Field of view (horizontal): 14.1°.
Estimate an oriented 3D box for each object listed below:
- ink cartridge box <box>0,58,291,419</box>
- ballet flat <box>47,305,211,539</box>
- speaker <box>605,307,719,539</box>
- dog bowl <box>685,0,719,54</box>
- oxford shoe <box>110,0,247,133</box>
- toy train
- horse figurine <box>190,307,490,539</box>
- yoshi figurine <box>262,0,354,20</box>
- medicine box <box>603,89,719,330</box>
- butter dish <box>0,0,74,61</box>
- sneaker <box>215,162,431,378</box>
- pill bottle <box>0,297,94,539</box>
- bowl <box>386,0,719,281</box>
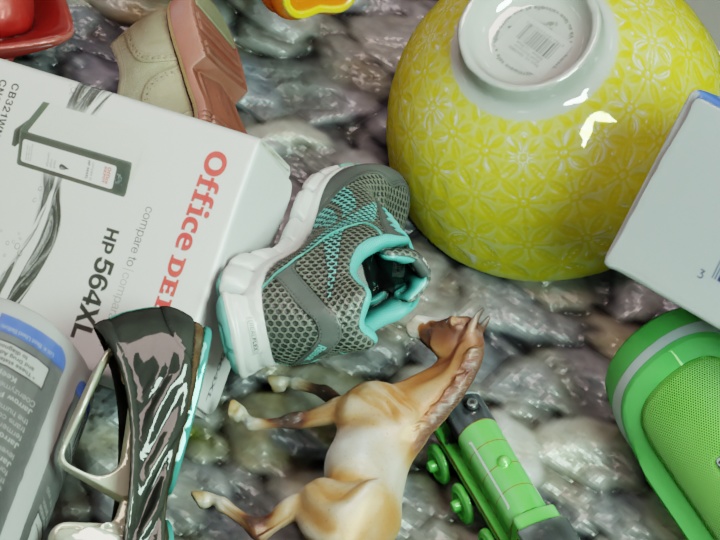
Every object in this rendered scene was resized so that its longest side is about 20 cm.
[{"bbox_3d":[-0.155,-0.023,1.548,0.199,0.084,0.147,16,82,13],"label":"ink cartridge box"},{"bbox_3d":[-0.118,0.116,1.439,0.068,0.068,0.201,8,74,-11],"label":"ballet flat"},{"bbox_3d":[0.203,0.112,1.478,0.088,0.089,0.200,-19,51,-18],"label":"speaker"},{"bbox_3d":[0.225,-0.159,1.739,0.199,0.059,0.201,1,48,-1],"label":"dog bowl"},{"bbox_3d":[-0.100,-0.064,1.652,0.074,0.071,0.201,-23,51,19],"label":"oxford shoe"},{"bbox_3d":[0.087,0.139,1.468,0.042,0.057,0.200,-18,52,-17],"label":"toy train"},{"bbox_3d":[-0.017,0.103,1.480,0.132,0.050,0.201,0,44,26],"label":"horse figurine"},{"bbox_3d":[-0.068,-0.213,1.736,0.200,0.112,0.113,25,91,53],"label":"yoshi figurine"},{"bbox_3d":[0.252,0.000,1.500,0.182,0.103,0.200,31,10,23],"label":"medicine box"},{"bbox_3d":[-0.273,-0.194,1.664,0.199,0.149,0.200,-8,19,-9],"label":"butter dish"},{"bbox_3d":[0.000,0.000,1.544,0.091,0.078,0.200,-2,25,23],"label":"sneaker"},{"bbox_3d":[-0.211,0.118,1.437,0.113,0.114,0.201,11,48,8],"label":"pill bottle"},{"bbox_3d":[0.102,-0.105,1.614,0.199,0.108,0.201,-6,62,11],"label":"bowl"}]
